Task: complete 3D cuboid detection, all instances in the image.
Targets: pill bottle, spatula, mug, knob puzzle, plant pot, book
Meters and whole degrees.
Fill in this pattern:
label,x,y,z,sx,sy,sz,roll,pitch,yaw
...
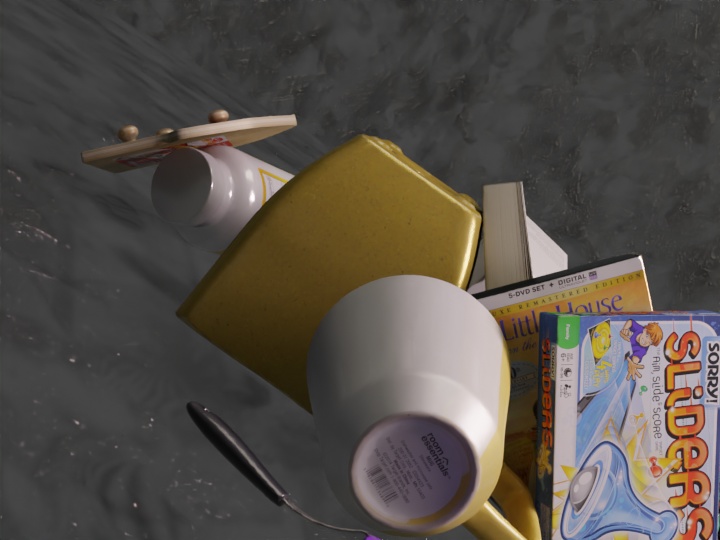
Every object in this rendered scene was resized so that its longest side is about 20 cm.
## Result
label,x,y,z,sx,sy,sz,roll,pitch,yaw
pill bottle,-0.123,-0.064,1.188,0.104,0.105,0.200,38,9,28
spatula,-0.029,0.138,0.681,0.199,0.021,0.057,35,-5,17
mug,0.051,0.103,0.787,0.184,0.151,0.153,15,18,-4
knob puzzle,-0.162,-0.135,1.150,0.220,0.217,0.031,-21,98,-80
plant pot,0.000,0.000,0.974,0.195,0.201,0.194,34,8,4
book,0.126,0.040,0.988,0.047,0.203,0.134,-5,-9,7

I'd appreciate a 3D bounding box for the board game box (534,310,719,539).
label,x,y,z,sx,sy,sz,roll,pitch,yaw
board game box,0.195,0.131,0.855,0.134,0.203,0.034,-1,4,-15

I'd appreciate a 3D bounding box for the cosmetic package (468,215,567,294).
label,x,y,z,sx,sy,sz,roll,pitch,yaw
cosmetic package,0.145,0.018,1.187,0.085,0.108,0.200,43,19,-5

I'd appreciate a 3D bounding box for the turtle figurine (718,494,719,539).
label,x,y,z,sx,sy,sz,roll,pitch,yaw
turtle figurine,0.329,0.221,0.998,0.101,0.148,0.202,-155,-136,-74

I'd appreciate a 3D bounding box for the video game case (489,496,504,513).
label,x,y,z,sx,sy,sz,roll,pitch,yaw
video game case,0.121,0.152,1.036,0.143,0.019,0.200,46,15,-5

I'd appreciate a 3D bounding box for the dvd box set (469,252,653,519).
label,x,y,z,sx,sy,sz,roll,pitch,yaw
dvd box set,0.162,0.101,0.888,0.029,0.145,0.202,-135,-148,-81
